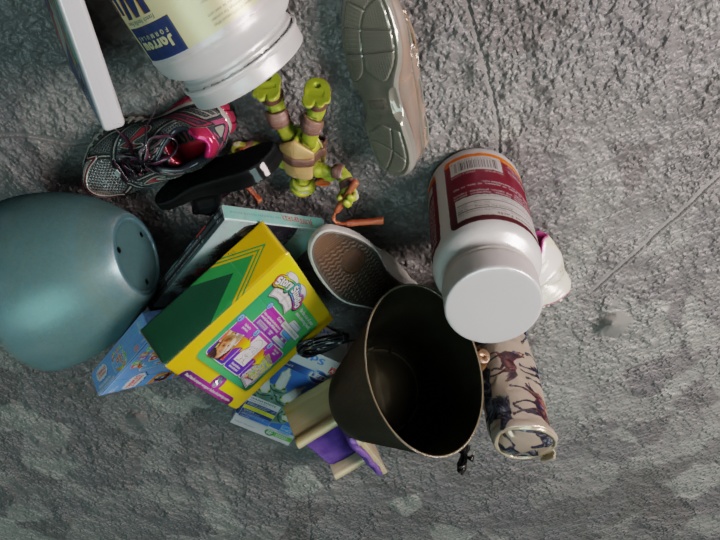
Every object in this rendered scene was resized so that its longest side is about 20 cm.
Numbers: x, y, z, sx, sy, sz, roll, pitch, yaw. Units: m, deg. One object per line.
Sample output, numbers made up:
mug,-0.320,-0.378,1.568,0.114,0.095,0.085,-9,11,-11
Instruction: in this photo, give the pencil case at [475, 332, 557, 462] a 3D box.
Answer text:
pencil case,0.192,0.138,0.816,0.087,0.203,0.078,19,132,-19

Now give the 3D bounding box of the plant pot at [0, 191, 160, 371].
plant pot,-0.310,-0.002,0.735,0.131,0.203,0.203,-14,127,12

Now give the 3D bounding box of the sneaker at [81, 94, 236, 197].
sneaker,-0.231,-0.131,0.708,0.196,0.076,0.081,-21,125,20

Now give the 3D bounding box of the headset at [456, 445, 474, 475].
headset,0.090,0.206,0.944,0.200,0.095,0.123,44,120,-14

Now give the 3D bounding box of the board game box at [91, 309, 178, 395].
board game box,-0.218,0.092,0.823,0.151,0.037,0.198,-41,160,34

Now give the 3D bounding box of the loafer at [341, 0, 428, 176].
loafer,0.031,-0.199,0.657,0.071,0.063,0.204,16,134,35

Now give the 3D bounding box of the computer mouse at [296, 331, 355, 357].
computer mouse,0.008,0.081,0.851,0.195,0.035,0.059,-5,153,-26

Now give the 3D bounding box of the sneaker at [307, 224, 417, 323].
sneaker,0.000,0.000,0.779,0.073,0.085,0.199,-49,129,6

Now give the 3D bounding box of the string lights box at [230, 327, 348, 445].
string lights box,-0.105,0.159,0.939,0.101,0.060,0.202,24,126,-14

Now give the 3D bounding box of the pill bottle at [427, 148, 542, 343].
pill bottle,0.130,-0.030,0.685,0.111,0.203,0.116,2,130,2

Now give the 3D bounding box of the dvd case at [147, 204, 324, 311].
dvd case,-0.150,-0.006,0.775,0.144,0.022,0.199,3,148,-44

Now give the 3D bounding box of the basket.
basket,0.039,0.136,0.765,0.132,0.185,0.200,-8,163,-21

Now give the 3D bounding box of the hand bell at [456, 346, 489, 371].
hand bell,0.119,0.123,0.807,0.101,0.107,0.200,13,164,-7

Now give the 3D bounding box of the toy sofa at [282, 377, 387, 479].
toy sofa,-0.032,0.247,0.930,0.081,0.099,0.201,-28,148,-1

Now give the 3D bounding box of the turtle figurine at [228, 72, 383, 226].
turtle figurine,-0.057,-0.130,0.697,0.196,0.065,0.163,22,146,15

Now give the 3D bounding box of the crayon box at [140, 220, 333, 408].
crayon box,-0.131,0.062,0.754,0.172,0.058,0.201,-43,154,-8

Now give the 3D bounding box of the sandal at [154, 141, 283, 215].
sandal,-0.156,-0.088,0.701,0.197,0.076,0.048,-4,131,41

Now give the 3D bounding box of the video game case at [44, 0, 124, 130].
video game case,-0.264,-0.248,0.559,0.023,0.182,0.204,-22,131,-19

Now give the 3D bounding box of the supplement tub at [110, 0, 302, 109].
supplement tub,-0.148,-0.260,0.554,0.142,0.147,0.202,-20,125,18

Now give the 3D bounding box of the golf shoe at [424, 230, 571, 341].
golf shoe,0.160,0.019,0.796,0.196,0.075,0.093,-24,115,-6
